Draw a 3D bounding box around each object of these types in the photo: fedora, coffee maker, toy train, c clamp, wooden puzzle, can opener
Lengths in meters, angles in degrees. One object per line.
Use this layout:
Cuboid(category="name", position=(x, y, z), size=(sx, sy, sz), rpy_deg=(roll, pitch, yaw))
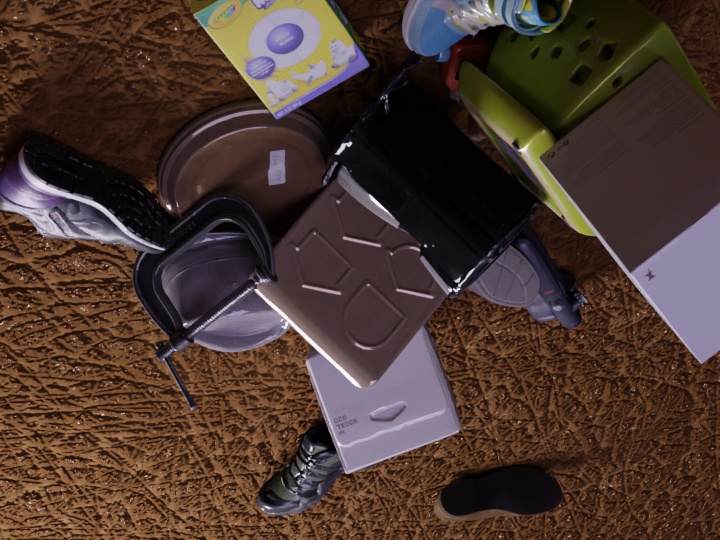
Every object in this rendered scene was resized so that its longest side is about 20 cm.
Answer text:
Cuboid(category="fedora", position=(-0.150, 0.033, 1.663), size=(0.198, 0.091, 0.177), rpy_deg=(4, 148, -25))
Cuboid(category="coffee maker", position=(0.077, -0.089, 1.518), size=(0.135, 0.200, 0.192), rpy_deg=(-46, 174, -14))
Cuboid(category="toy train", position=(0.166, -0.195, 1.587), size=(0.198, 0.056, 0.151), rpy_deg=(-1, 137, -21))
Cuboid(category="c clamp", position=(-0.163, 0.022, 1.589), size=(0.200, 0.171, 0.027), rpy_deg=(-43, 168, 18))
Cuboid(category="wooden puzzle", position=(0.000, 0.000, 1.635), size=(0.185, 0.046, 0.200), rpy_deg=(43, 78, -9))
Cuboid(category="can opener", position=(0.231, 0.011, 1.842), size=(0.078, 0.064, 0.200), rpy_deg=(-26, 141, 8))

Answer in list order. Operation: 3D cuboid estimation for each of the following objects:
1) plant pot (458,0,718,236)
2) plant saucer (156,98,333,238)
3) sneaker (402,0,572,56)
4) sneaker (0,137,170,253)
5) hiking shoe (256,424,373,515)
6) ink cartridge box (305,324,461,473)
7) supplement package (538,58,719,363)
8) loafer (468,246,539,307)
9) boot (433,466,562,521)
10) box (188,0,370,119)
Cuboid(category="plant pot", position=(0.227, -0.165, 1.491), size=(0.181, 0.199, 0.200), rpy_deg=(-41, 129, 1))
Cuboid(category="plant saucer", position=(-0.122, -0.102, 1.595), size=(0.198, 0.030, 0.201), rpy_deg=(-12, 139, -10))
Cuboid(category="sneaker", position=(0.127, -0.258, 1.440), size=(0.079, 0.131, 0.200), rpy_deg=(21, 126, -40))
Cuboid(category="sneaker", position=(-0.295, -0.066, 1.543), size=(0.087, 0.076, 0.199), rpy_deg=(-34, 132, 31))
Cuboid(category="hiking shoe", position=(-0.067, 0.255, 2.001), size=(0.199, 0.076, 0.101), rpy_deg=(-33, 131, 2))
Cuboid(category="ink cartridge box", position=(0.027, 0.133, 1.759), size=(0.146, 0.146, 0.200), rpy_deg=(-21, -175, 2))
Cuboid(category="supplement package", position=(0.294, -0.056, 1.346), size=(0.151, 0.200, 0.151), rpy_deg=(-38, 128, 8))
Cuboid(category="loafer", position=(0.127, -0.014, 1.762), size=(0.199, 0.063, 0.072), rpy_deg=(23, 87, -29))
Cuboid(category="boot", position=(0.206, 0.345, 2.223), size=(0.198, 0.074, 0.076), rpy_deg=(-3, 157, -14))
Cuboid(category="box", position=(-0.084, -0.246, 1.433), size=(0.117, 0.049, 0.200), rpy_deg=(-29, 138, 10))
